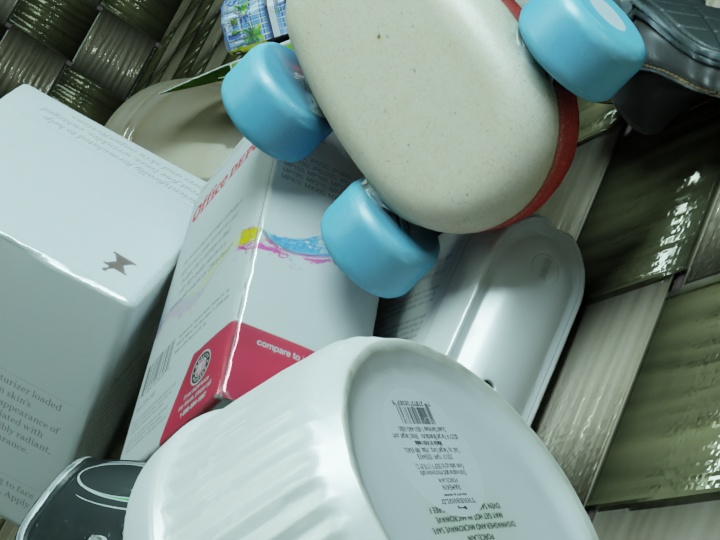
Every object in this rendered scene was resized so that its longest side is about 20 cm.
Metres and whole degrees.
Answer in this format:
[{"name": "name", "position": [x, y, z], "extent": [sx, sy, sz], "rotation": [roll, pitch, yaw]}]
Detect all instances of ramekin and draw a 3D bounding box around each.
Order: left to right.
[{"name": "ramekin", "position": [0.013, 0.121, 0.701], "extent": [0.105, 0.200, 0.201], "rotation": [-40, 23, 27]}]

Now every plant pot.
[{"name": "plant pot", "position": [-0.092, -0.063, 1.418], "extent": [0.173, 0.200, 0.201], "rotation": [-1, 57, 51]}]

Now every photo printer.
[{"name": "photo printer", "position": [0.039, 0.063, 0.944], "extent": [0.166, 0.069, 0.201], "rotation": [-27, 35, 63]}]

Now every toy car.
[{"name": "toy car", "position": [0.066, -0.107, 0.936], "extent": [0.184, 0.177, 0.200], "rotation": [-44, -16, 27]}]

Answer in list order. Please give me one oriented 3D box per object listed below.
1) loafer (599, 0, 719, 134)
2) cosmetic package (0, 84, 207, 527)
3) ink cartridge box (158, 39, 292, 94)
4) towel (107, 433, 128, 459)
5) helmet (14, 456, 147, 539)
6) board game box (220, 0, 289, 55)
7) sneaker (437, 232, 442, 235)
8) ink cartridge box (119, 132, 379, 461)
[{"name": "loafer", "position": [0.162, -0.105, 0.908], "extent": [0.200, 0.072, 0.073], "rotation": [-108, 30, -74]}, {"name": "cosmetic package", "position": [-0.209, 0.024, 1.122], "extent": [0.201, 0.164, 0.165], "rotation": [-64, -5, 31]}, {"name": "ink cartridge box", "position": [-0.032, -0.132, 1.302], "extent": [0.147, 0.076, 0.199], "rotation": [-19, 4, -38]}, {"name": "towel", "position": [-0.086, 0.148, 1.075], "extent": [0.133, 0.034, 0.200], "rotation": [-55, 49, 20]}, {"name": "helmet", "position": [-0.083, 0.196, 0.861], "extent": [0.200, 0.190, 0.201], "rotation": [23, -90, -85]}, {"name": "board game box", "position": [0.014, -0.218, 1.309], "extent": [0.199, 0.062, 0.200], "rotation": [-16, 3, 16]}, {"name": "sneaker", "position": [0.000, 0.000, 1.102], "extent": [0.085, 0.077, 0.200], "rotation": [55, 127, 24]}, {"name": "ink cartridge box", "position": [-0.054, 0.024, 0.979], "extent": [0.148, 0.085, 0.201], "rotation": [-41, 29, 52]}]
